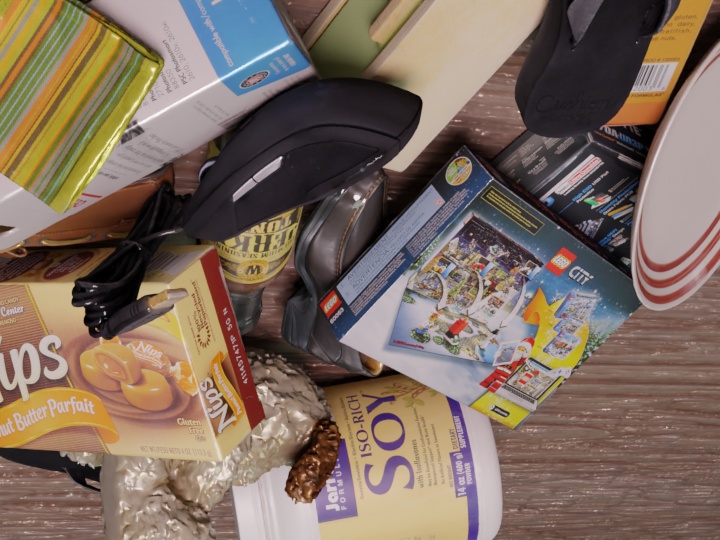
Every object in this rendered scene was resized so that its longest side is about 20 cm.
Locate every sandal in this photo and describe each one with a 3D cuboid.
[{"bbox_3d":[0.124,-0.131,0.653,0.076,0.043,0.200,-9,145,-8],"label":"sandal"},{"bbox_3d":[-0.197,0.155,1.077,0.200,0.043,0.076,17,134,-37],"label":"sandal"}]

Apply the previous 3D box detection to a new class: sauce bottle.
[{"bbox_3d":[-0.069,-0.031,0.848,0.065,0.065,0.200,-4,144,-14],"label":"sauce bottle"}]

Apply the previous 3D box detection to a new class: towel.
[{"bbox_3d":[-0.193,-0.114,0.610,0.200,0.018,0.086,33,97,-5],"label":"towel"}]

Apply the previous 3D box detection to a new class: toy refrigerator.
[{"bbox_3d":[0.044,-0.148,0.717,0.070,0.076,0.200,14,137,-34],"label":"toy refrigerator"}]

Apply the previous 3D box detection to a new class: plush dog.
[{"bbox_3d":[-0.103,0.096,0.944,0.171,0.200,0.161,1,116,-33],"label":"plush dog"}]

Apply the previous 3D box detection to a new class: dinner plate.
[{"bbox_3d":[0.217,-0.070,0.851,0.200,0.024,0.201,-33,137,-38],"label":"dinner plate"}]

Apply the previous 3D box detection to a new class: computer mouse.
[{"bbox_3d":[-0.068,-0.038,0.686,0.200,0.141,0.046,-21,117,32],"label":"computer mouse"}]

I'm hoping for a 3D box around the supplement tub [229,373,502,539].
[{"bbox_3d":[-0.002,0.159,1.064,0.199,0.146,0.146,-9,145,-8],"label":"supplement tub"}]

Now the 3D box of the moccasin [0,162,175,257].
[{"bbox_3d":[-0.209,-0.037,0.791,0.201,0.074,0.078,-11,138,-21],"label":"moccasin"}]

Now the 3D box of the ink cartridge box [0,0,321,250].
[{"bbox_3d":[-0.127,-0.085,0.686,0.200,0.068,0.116,-28,176,4],"label":"ink cartridge box"}]

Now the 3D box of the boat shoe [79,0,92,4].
[{"bbox_3d":[-0.162,-0.145,0.666,0.200,0.072,0.065,-34,177,19],"label":"boat shoe"}]

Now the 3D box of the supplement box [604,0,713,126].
[{"bbox_3d":[0.155,-0.168,0.738,0.069,0.067,0.200,-2,143,-14],"label":"supplement box"}]

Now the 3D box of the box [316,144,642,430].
[{"bbox_3d":[0.085,0.019,0.882,0.137,0.038,0.200,-47,136,12],"label":"box"}]

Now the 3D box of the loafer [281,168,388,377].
[{"bbox_3d":[0.000,0.000,0.891,0.073,0.072,0.200,-50,165,-28],"label":"loafer"}]

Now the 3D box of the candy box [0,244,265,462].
[{"bbox_3d":[-0.165,0.048,0.817,0.200,0.055,0.116,0,114,30],"label":"candy box"}]

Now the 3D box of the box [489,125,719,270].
[{"bbox_3d":[0.133,-0.023,0.947,0.159,0.046,0.200,19,133,-38],"label":"box"}]
